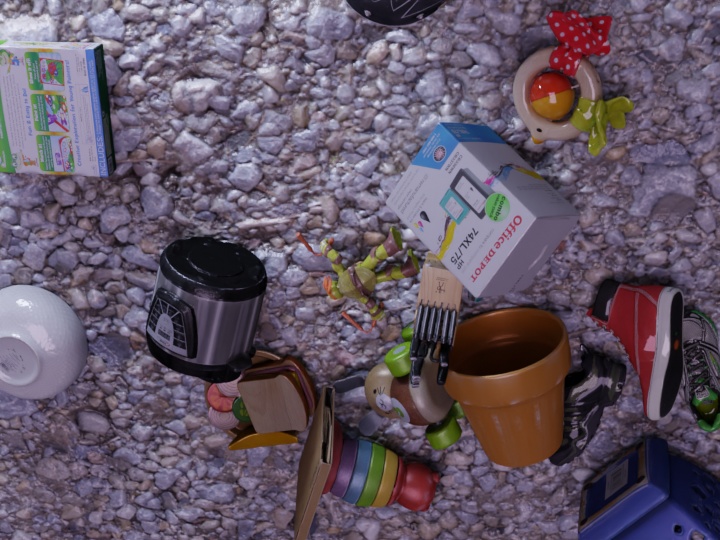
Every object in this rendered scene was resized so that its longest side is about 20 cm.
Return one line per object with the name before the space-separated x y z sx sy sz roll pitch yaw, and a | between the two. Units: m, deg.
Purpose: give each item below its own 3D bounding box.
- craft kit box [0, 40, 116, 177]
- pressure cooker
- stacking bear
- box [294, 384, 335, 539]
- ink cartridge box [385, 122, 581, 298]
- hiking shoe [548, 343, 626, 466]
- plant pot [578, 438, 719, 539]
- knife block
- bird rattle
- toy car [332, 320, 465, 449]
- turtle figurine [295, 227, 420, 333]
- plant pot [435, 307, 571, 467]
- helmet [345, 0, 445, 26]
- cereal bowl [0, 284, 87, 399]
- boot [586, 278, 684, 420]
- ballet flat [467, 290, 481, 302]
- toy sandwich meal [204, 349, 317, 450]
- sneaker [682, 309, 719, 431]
craft kit box | -0.479 -0.245 1.676 0.194 0.049 0.203 3 114 6
pressure cooker | -0.241 0.072 1.705 0.176 0.177 0.202 10 118 -13
stacking bear | 0.030 0.340 1.817 0.197 0.114 0.123 16 100 -7
box | -0.074 0.311 1.768 0.021 0.165 0.202 10 129 -8
ink cartridge box | 0.171 -0.085 1.534 0.200 0.145 0.148 47 118 24
hiking shoe | 0.335 0.212 1.735 0.100 0.076 0.202 30 109 7
plant pot | 0.453 0.393 1.716 0.180 0.200 0.200 45 114 -4
knife block | 0.111 0.074 1.614 0.063 0.200 0.178 10 101 5
bird rattle | 0.282 -0.253 1.515 0.161 0.113 0.202 -16 108 34
toy car | 0.052 0.195 1.734 0.198 0.158 0.166 -22 106 31
turtle figurine | 0.000 0.000 1.691 0.160 0.065 0.201 -29 106 20
plant pot | 0.229 0.185 1.663 0.197 0.201 0.186 -10 114 14
helmet | 0.056 -0.423 1.420 0.197 0.191 0.203 4 114 8
cereal bowl | -0.561 0.132 1.838 0.197 0.084 0.203 3 115 7
boot | 0.405 0.116 1.648 0.143 0.072 0.203 8 105 39
ballet flat | 0.204 -0.046 1.644 0.074 0.074 0.201 31 114 -5
toy sandwich meal | -0.168 0.221 1.816 0.202 0.070 0.208 4 115 8
sneaker | 0.515 0.150 1.660 0.077 0.085 0.202 -19 109 17
